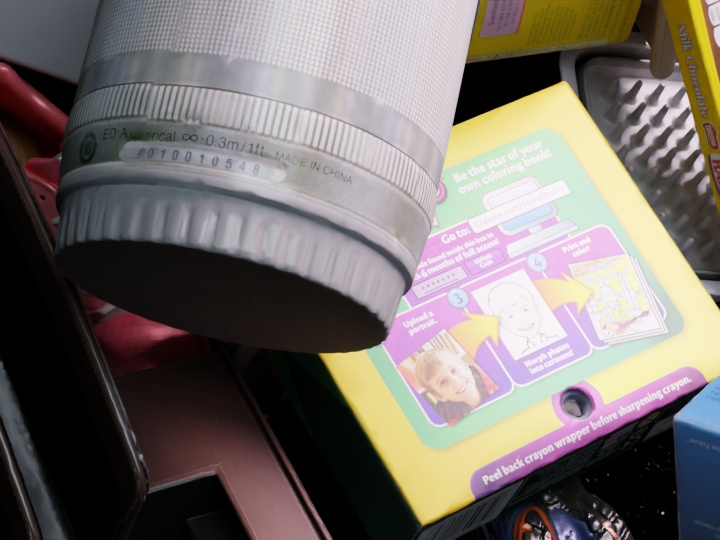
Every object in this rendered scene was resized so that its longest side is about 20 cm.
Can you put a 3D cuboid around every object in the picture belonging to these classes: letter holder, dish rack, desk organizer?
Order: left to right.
[{"bbox_3d":[-0.183,0.046,0.922,0.100,0.142,0.201,-16,69,-27],"label":"letter holder"},{"bbox_3d":[-0.061,0.134,0.930,0.077,0.072,0.200,-14,51,-23],"label":"desk organizer"},{"bbox_3d":[0.206,-0.052,1.182,0.199,0.044,0.173,4,61,-18],"label":"dish rack"}]

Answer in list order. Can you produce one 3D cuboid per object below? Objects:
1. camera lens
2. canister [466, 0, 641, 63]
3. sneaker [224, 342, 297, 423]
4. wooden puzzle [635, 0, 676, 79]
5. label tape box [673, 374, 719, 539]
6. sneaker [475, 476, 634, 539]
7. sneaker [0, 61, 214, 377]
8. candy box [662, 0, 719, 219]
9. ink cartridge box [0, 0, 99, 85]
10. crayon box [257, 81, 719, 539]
[{"bbox_3d":[-0.037,-0.082,0.879,0.159,0.160,0.201,16,74,-11],"label":"camera lens"},{"bbox_3d":[0.052,-0.172,1.108,0.199,0.149,0.087,-8,58,-12],"label":"canister"},{"bbox_3d":[0.000,0.000,1.066,0.199,0.077,0.089,-22,55,-34],"label":"sneaker"},{"bbox_3d":[0.163,-0.238,1.159,0.046,0.186,0.201,-8,47,-9],"label":"wooden puzzle"},{"bbox_3d":[0.225,0.155,0.959,0.143,0.201,0.066,15,36,37],"label":"label tape box"},{"bbox_3d":[0.077,0.109,1.024,0.075,0.079,0.201,-5,58,-18],"label":"sneaker"},{"bbox_3d":[-0.143,-0.017,1.006,0.074,0.087,0.200,-35,78,-31],"label":"sneaker"},{"bbox_3d":[0.222,-0.092,1.108,0.102,0.026,0.201,-28,109,-32],"label":"candy box"},{"bbox_3d":[-0.164,-0.170,1.043,0.199,0.084,0.145,19,29,-2],"label":"ink cartridge box"},{"bbox_3d":[0.058,0.021,0.988,0.199,0.058,0.173,-23,69,-26],"label":"crayon box"}]
